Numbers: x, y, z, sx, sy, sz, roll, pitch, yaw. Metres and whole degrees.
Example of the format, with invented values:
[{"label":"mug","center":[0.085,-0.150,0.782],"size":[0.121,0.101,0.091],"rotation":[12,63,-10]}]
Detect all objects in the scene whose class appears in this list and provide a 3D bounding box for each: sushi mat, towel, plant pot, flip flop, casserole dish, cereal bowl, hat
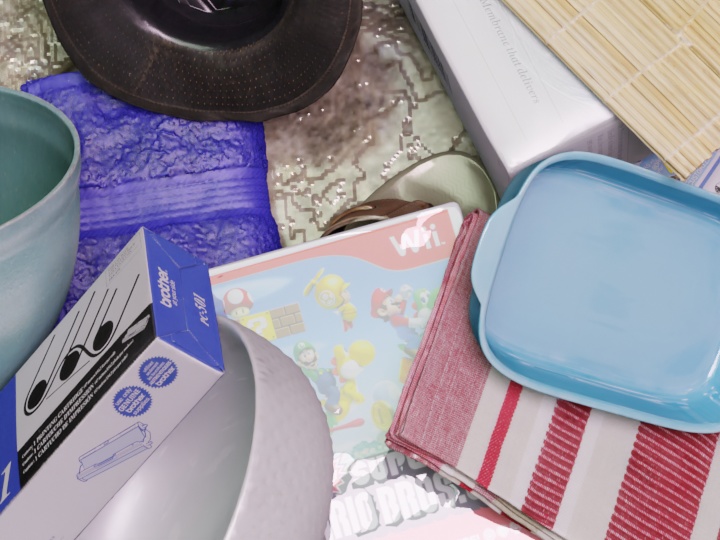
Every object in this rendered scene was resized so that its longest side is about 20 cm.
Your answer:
[{"label":"sushi mat","center":[0.125,-0.144,1.261],"size":[0.096,0.012,0.200],"rotation":[-43,78,-5]},{"label":"towel","center":[0.113,0.076,1.306],"size":[0.200,0.023,0.144],"rotation":[34,57,-19]},{"label":"plant pot","center":[-0.237,0.005,1.329],"size":[0.200,0.200,0.134],"rotation":[-3,119,5]},{"label":"towel","center":[-0.118,-0.018,1.401],"size":[0.148,0.050,0.200],"rotation":[-10,77,4]},{"label":"flip flop","center":[0.000,0.000,1.363],"size":[0.200,0.058,0.081],"rotation":[-32,73,-24]},{"label":"casserole dish","center":[0.134,0.010,1.285],"size":[0.200,0.039,0.121],"rotation":[17,92,-29]},{"label":"cereal bowl","center":[-0.078,0.127,1.239],"size":[0.083,0.200,0.200],"rotation":[27,80,-29]},{"label":"hat","center":[-0.082,-0.179,1.357],"size":[0.200,0.201,0.081],"rotation":[8,37,7]}]

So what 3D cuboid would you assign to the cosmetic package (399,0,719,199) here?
[{"label":"cosmetic package","center":[0.123,-0.166,1.336],"size":[0.200,0.123,0.199],"rotation":[-27,77,-1]}]

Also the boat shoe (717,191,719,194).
[{"label":"boat shoe","center":[0.267,-0.036,1.345],"size":[0.200,0.068,0.072],"rotation":[-20,107,-2]}]

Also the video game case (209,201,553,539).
[{"label":"video game case","center":[0.009,0.078,1.308],"size":[0.143,0.017,0.200],"rotation":[-16,79,-2]}]

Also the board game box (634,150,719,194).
[{"label":"board game box","center":[0.182,-0.121,1.400],"size":[0.135,0.034,0.200],"rotation":[33,84,11]}]

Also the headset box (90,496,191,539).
[{"label":"headset box","center":[-0.088,0.196,1.340],"size":[0.200,0.077,0.149],"rotation":[-1,77,6]}]

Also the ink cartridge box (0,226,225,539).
[{"label":"ink cartridge box","center":[-0.147,0.081,1.258],"size":[0.044,0.094,0.200],"rotation":[30,115,-27]}]
